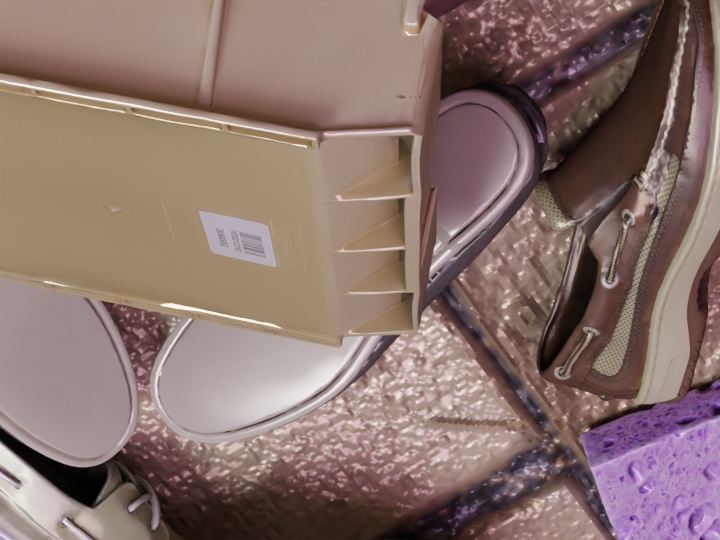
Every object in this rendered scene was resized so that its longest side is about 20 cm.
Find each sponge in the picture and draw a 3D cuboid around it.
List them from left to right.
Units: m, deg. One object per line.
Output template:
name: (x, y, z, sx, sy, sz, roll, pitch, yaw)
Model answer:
sponge: (0.210, 0.087, 0.935, 0.199, 0.030, 0.112, -21, 122, 4)

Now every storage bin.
storage bin: (-0.070, -0.060, 0.666, 0.197, 0.094, 0.200, 11, 161, 5)

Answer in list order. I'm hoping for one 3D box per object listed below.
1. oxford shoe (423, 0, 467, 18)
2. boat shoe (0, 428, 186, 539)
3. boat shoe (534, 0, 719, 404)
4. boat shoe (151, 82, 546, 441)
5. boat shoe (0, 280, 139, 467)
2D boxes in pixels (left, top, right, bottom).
oxford shoe: (0.039, -0.120, 0.760, 0.200, 0.072, 0.073, -32, 144, 24)
boat shoe: (-0.118, 0.113, 0.876, 0.199, 0.072, 0.062, 30, 107, -23)
boat shoe: (0.108, -0.029, 0.824, 0.074, 0.075, 0.203, 3, 121, -4)
boat shoe: (0.000, 0.000, 0.825, 0.200, 0.057, 0.067, -41, 84, 21)
boat shoe: (-0.160, 0.000, 0.816, 0.067, 0.057, 0.200, -45, 124, -7)
